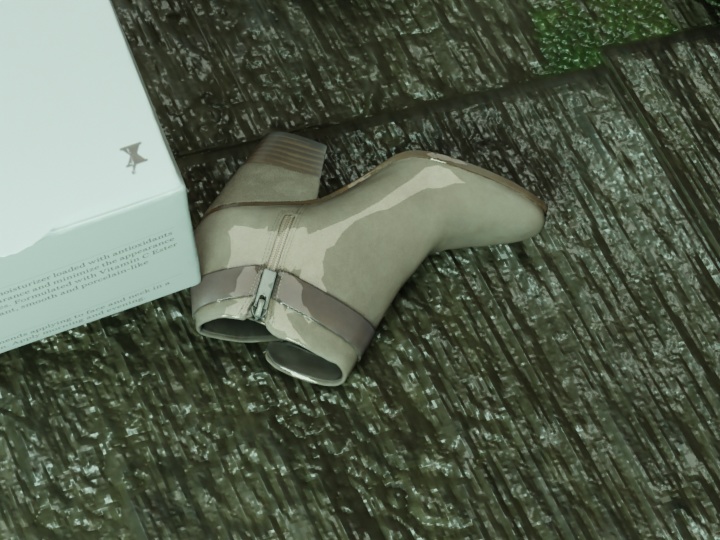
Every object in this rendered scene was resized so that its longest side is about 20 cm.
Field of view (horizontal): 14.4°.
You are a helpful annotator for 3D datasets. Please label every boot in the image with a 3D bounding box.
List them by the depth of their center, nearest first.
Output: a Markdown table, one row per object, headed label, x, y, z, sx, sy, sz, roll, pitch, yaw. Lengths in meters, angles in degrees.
| label | x | y | z | sx | sy | sz | roll | pitch | yaw |
| --- | --- | --- | --- | --- | --- | --- | --- | --- | --- |
| boot | 0.000 | 0.000 | 1.660 | 0.199 | 0.070 | 0.147 | 12 | 57 | 3 |

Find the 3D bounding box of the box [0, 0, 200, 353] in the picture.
| label | x | y | z | sx | sy | sz | roll | pitch | yaw |
| --- | --- | --- | --- | --- | --- | --- | --- | --- | --- |
| box | -0.215 | -0.069 | 1.592 | 0.198 | 0.131 | 0.200 | -19 | 67 | -7 |
